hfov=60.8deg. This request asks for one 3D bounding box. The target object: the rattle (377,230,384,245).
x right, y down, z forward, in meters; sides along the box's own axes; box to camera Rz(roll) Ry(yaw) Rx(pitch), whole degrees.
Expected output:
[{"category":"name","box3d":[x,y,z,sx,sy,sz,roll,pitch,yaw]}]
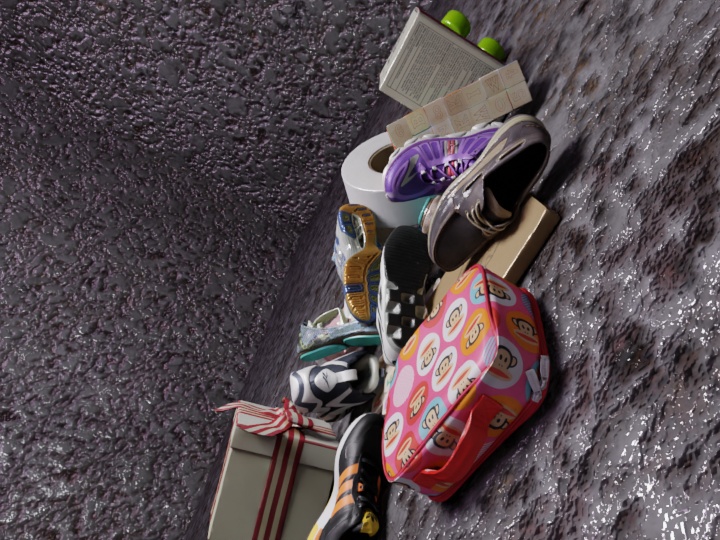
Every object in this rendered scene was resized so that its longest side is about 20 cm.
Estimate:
[{"category":"rattle","box3d":[0.086,-0.083,1.194,0.130,0.139,0.206,55,-141,-66]}]

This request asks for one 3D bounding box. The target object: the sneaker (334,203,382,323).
[{"category":"sneaker","box3d":[0.000,0.000,0.926,0.089,0.073,0.204,109,160,-52]}]

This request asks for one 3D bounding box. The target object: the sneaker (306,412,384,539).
[{"category":"sneaker","box3d":[0.002,0.273,0.723,0.089,0.069,0.204,-7,57,59]}]

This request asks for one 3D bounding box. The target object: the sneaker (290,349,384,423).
[{"category":"sneaker","box3d":[-0.012,0.177,0.940,0.126,0.199,0.082,-16,63,17]}]

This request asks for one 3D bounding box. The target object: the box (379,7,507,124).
[{"category":"box","box3d":[0.141,-0.306,0.979,0.129,0.196,0.110,-58,12,23]}]

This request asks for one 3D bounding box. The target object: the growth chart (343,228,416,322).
[{"category":"growth chart","box3d":[0.029,0.026,0.954,0.198,0.017,0.149,-13,76,54]}]

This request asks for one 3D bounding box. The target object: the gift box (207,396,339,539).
[{"category":"gift box","box3d":[-0.139,0.294,0.917,0.184,0.195,0.192,-178,105,-75]}]

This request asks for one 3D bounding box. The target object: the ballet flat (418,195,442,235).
[{"category":"ballet flat","box3d":[0.123,-0.064,0.841,0.200,0.066,0.070,-30,-38,-74]}]

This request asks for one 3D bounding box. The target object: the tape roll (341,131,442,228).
[{"category":"tape roll","box3d":[0.070,-0.157,1.005,0.205,0.197,0.072,-77,-25,-50]}]

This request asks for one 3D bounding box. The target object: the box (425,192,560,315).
[{"category":"box","box3d":[0.147,-0.004,0.728,0.203,0.021,0.164,-59,12,17]}]

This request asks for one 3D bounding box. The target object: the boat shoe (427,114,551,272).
[{"category":"boat shoe","box3d":[0.140,-0.080,0.691,0.203,0.073,0.074,-59,12,22]}]

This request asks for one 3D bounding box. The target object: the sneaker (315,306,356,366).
[{"category":"sneaker","box3d":[-0.020,0.098,1.066,0.106,0.075,0.200,-55,-11,19]}]

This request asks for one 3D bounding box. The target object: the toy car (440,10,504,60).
[{"category":"toy car","box3d":[0.162,-0.356,1.180,0.166,0.157,0.200,-52,-2,-5]}]

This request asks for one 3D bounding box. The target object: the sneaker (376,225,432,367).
[{"category":"sneaker","box3d":[0.051,0.034,0.835,0.089,0.072,0.204,116,166,-56]}]

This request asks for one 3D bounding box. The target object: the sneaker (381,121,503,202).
[{"category":"sneaker","box3d":[0.122,-0.140,0.807,0.195,0.082,0.084,-20,29,4]}]

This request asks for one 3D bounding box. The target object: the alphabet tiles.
[{"category":"alphabet tiles","box3d":[0.065,0.111,0.893,0.198,0.014,0.202,-58,13,32]}]

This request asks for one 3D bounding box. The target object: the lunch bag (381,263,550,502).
[{"category":"lunch bag","box3d":[0.092,0.114,0.578,0.202,0.080,0.178,-57,13,31]}]

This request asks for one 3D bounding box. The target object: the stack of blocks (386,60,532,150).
[{"category":"stack of blocks","box3d":[0.136,-0.222,0.886,0.196,0.060,0.115,-25,7,7]}]

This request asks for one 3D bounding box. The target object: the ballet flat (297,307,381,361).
[{"category":"ballet flat","box3d":[-0.019,0.086,0.925,0.196,0.075,0.075,-15,38,29]}]

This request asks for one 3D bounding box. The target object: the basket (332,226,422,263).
[{"category":"basket","box3d":[0.051,-0.077,1.075,0.199,0.138,0.178,-39,23,32]}]
